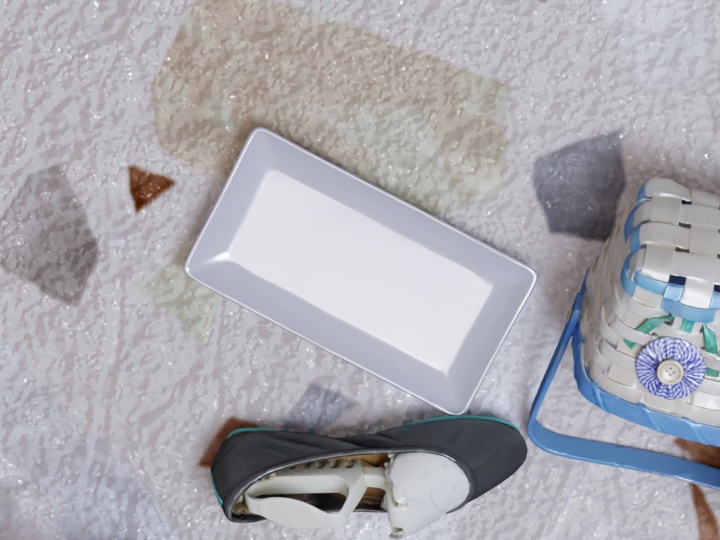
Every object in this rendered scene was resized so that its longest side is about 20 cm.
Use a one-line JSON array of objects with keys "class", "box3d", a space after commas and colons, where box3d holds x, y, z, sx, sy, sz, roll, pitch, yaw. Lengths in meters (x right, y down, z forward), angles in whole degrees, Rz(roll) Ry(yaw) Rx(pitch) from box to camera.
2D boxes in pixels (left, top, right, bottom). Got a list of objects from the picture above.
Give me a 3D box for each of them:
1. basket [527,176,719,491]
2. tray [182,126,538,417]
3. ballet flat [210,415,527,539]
[{"class": "basket", "box3d": [0.199, 0.053, 1.320, 0.176, 0.139, 0.200, 11, 136, 2]}, {"class": "tray", "box3d": [0.000, 0.000, 1.372, 0.199, 0.022, 0.108, 28, 102, -2]}, {"class": "ballet flat", "box3d": [0.005, 0.135, 1.373, 0.199, 0.069, 0.068, -4, 130, 7]}]
